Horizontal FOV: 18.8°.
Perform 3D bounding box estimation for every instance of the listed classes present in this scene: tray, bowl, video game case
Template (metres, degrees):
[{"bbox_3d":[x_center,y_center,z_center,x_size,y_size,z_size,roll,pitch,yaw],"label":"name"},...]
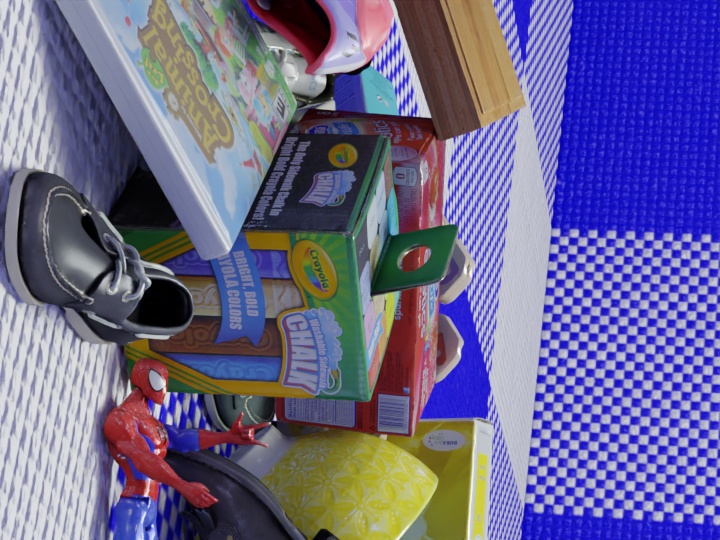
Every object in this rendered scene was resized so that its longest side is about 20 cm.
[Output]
[{"bbox_3d":[0.053,-0.194,1.452,0.099,0.037,0.201,-30,102,-65],"label":"tray"},{"bbox_3d":[-0.055,0.172,1.488,0.108,0.200,0.200,47,19,-4],"label":"bowl"},{"bbox_3d":[-0.106,-0.134,1.257,0.201,0.022,0.182,62,25,-24],"label":"video game case"}]

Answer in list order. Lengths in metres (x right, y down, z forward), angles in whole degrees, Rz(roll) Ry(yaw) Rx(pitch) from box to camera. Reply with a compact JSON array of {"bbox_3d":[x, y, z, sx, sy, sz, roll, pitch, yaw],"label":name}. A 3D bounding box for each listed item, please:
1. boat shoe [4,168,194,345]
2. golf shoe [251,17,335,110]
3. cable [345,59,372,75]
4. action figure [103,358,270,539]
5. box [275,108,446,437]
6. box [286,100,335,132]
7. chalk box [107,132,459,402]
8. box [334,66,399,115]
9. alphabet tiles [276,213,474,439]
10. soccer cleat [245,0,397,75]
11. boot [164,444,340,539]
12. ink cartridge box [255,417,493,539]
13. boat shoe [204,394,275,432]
[{"bbox_3d":[-0.140,-0.006,1.187,0.200,0.062,0.073,59,35,-70],"label":"boat shoe"},{"bbox_3d":[-0.072,-0.140,1.413,0.200,0.097,0.079,-7,106,-76],"label":"golf shoe"},{"bbox_3d":[-0.048,-0.199,1.477,0.164,0.051,0.200,56,10,-20],"label":"cable"},{"bbox_3d":[-0.110,0.153,1.304,0.065,0.098,0.201,24,67,-78],"label":"action figure"},{"bbox_3d":[0.000,0.000,1.462,0.096,0.099,0.201,-61,155,-65],"label":"box"},{"bbox_3d":[-0.070,-0.070,1.509,0.200,0.068,0.083,-41,133,-74],"label":"box"},{"bbox_3d":[-0.041,-0.004,1.339,0.125,0.199,0.125,-69,159,-55],"label":"chalk box"},{"bbox_3d":[-0.007,-0.065,1.639,0.049,0.082,0.201,36,33,-38],"label":"box"},{"bbox_3d":[0.001,0.041,1.612,0.015,0.200,0.196,31,19,-38],"label":"alphabet tiles"},{"bbox_3d":[-0.060,-0.204,1.342,0.076,0.200,0.067,-32,169,-46],"label":"soccer cleat"},{"bbox_3d":[-0.095,0.216,1.358,0.175,0.200,0.069,-54,176,-5],"label":"boot"},{"bbox_3d":[0.000,0.211,1.602,0.047,0.197,0.201,28,63,-57],"label":"ink cartridge box"},{"bbox_3d":[-0.077,0.060,1.520,0.200,0.061,0.073,74,21,-57],"label":"boat shoe"}]
